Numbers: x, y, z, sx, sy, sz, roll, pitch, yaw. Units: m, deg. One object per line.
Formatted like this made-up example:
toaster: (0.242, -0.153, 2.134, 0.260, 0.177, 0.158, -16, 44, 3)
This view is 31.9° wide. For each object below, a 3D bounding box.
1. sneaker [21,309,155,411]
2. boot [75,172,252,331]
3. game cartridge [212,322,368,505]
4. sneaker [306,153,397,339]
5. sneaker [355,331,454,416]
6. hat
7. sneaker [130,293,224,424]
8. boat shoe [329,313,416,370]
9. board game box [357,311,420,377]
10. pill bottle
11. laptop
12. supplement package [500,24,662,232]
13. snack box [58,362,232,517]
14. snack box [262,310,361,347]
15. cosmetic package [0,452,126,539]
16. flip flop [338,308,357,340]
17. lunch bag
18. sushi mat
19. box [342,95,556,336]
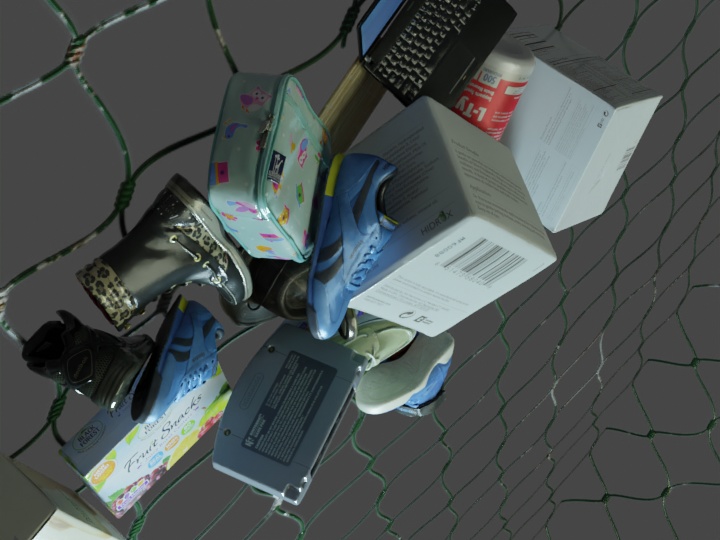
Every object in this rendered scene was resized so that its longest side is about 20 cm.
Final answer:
sneaker: (-0.278, 0.084, 1.307, 0.077, 0.114, 0.199, -59, -178, 3)
boot: (-0.203, 0.007, 1.323, 0.154, 0.073, 0.204, -43, 148, -14)
game cartridge: (-0.090, 0.167, 1.514, 0.201, 0.132, 0.042, -62, 160, -24)
sneaker: (-0.007, -0.023, 1.336, 0.066, 0.078, 0.202, 3, 98, -79)
sneaker: (0.060, 0.171, 1.744, 0.200, 0.076, 0.112, -39, 143, -47)
hat: (-0.076, 0.012, 1.532, 0.200, 0.081, 0.201, -41, 153, -26)
sneaker: (-0.188, 0.102, 1.352, 0.066, 0.078, 0.201, -50, -166, 28)
boat shoe: (-0.010, 0.108, 1.619, 0.198, 0.062, 0.073, -18, 128, -21)
board game box: (0.048, 0.060, 1.730, 0.134, 0.045, 0.201, -17, 136, -56)
pill bottle: (0.129, -0.198, 1.571, 0.112, 0.112, 0.201, -16, 137, -52)
laptop: (0.089, -0.276, 1.387, 0.200, 0.103, 0.178, 40, 83, -30)
supplement package: (0.255, -0.195, 1.689, 0.147, 0.200, 0.192, -19, 140, -50)
snack box: (-0.245, 0.181, 1.480, 0.200, 0.053, 0.143, -46, 154, -17)
snack box: (-0.033, 0.063, 1.704, 0.200, 0.053, 0.142, -49, 157, -10)
cosmetic package: (-0.346, 0.282, 1.401, 0.071, 0.105, 0.200, -49, 156, -9)
flip flop: (0.000, 0.000, 1.557, 0.201, 0.057, 0.082, -82, 177, -48)
lunch bag: (-0.088, -0.109, 1.306, 0.200, 0.076, 0.162, 60, 42, -66)
sushi mat: (-0.020, -0.176, 1.464, 0.201, 0.012, 0.096, -56, 156, 7)
box: (0.078, -0.057, 1.458, 0.199, 0.173, 0.198, -33, 150, 25)
